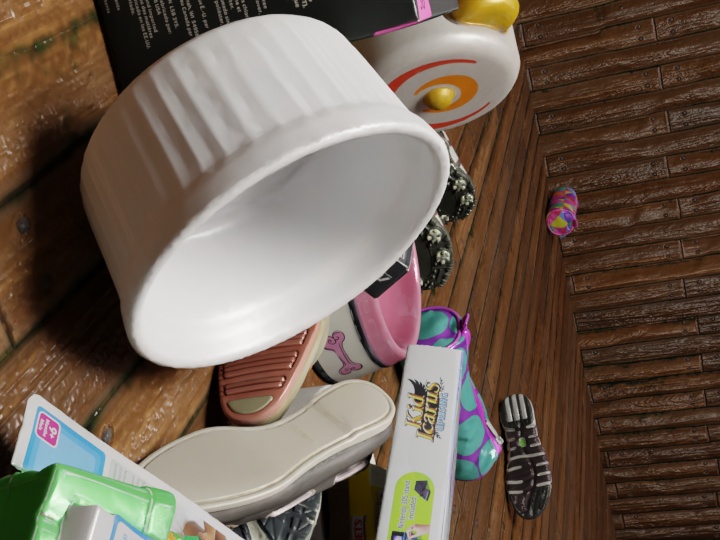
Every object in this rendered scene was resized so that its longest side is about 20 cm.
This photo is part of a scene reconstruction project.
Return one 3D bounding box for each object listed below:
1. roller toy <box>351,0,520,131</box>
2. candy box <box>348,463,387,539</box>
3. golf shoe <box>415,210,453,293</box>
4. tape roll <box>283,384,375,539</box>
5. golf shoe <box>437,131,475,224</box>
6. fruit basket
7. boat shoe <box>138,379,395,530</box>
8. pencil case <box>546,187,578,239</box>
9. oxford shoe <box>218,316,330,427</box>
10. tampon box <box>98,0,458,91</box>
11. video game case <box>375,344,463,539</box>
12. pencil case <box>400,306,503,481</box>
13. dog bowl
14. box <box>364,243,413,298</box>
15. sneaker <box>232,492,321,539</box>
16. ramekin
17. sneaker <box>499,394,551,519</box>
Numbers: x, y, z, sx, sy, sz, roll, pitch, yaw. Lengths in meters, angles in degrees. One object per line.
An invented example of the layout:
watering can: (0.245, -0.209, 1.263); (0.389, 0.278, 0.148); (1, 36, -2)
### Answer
roller toy: (0.075, -0.235, 1.039); (0.182, 0.196, 0.142); (46, 31, -66)
candy box: (0.019, 0.265, 0.800); (0.102, 0.026, 0.204); (36, 48, -62)
golf shoe: (0.058, -0.067, 1.120); (0.089, 0.076, 0.202); (-86, 160, -54)
tape roll: (-0.029, 0.194, 0.785); (0.202, 0.036, 0.207); (-8, 90, -73)
golf shoe: (0.096, -0.140, 1.247); (0.201, 0.076, 0.089); (61, 19, -49)
fruit basket: (-0.098, 0.181, 0.441); (0.200, 0.093, 0.188); (43, 38, -33)
boat shoe: (-0.055, 0.126, 0.614); (0.198, 0.067, 0.058); (-16, 131, -42)
pencil case: (0.558, -0.162, 2.707); (0.201, 0.087, 0.090); (-64, 141, -62)
oxford shoe: (-0.051, 0.056, 0.726); (0.201, 0.069, 0.075); (-72, 152, -54)
tampon box: (-0.052, -0.202, 0.628); (0.150, 0.196, 0.129); (-49, 128, -66)
video game case: (0.042, 0.189, 0.712); (0.202, 0.044, 0.183); (88, 12, -45)
pencil case: (0.104, 0.143, 1.133); (0.086, 0.091, 0.202); (-73, 149, -53)
dog bowl: (0.000, 0.000, 0.904); (0.200, 0.072, 0.204); (-8, 90, -72)
box: (-0.020, -0.095, 0.800); (0.160, 0.049, 0.202); (37, 36, -19)
sneaker: (-0.069, 0.196, 0.633); (0.202, 0.076, 0.087); (-96, -159, -51)
ramekin: (-0.057, -0.044, 0.548); (0.098, 0.199, 0.200); (56, 9, 22)
sneaker: (0.283, 0.315, 1.646); (0.116, 0.074, 0.204); (47, 38, -65)
